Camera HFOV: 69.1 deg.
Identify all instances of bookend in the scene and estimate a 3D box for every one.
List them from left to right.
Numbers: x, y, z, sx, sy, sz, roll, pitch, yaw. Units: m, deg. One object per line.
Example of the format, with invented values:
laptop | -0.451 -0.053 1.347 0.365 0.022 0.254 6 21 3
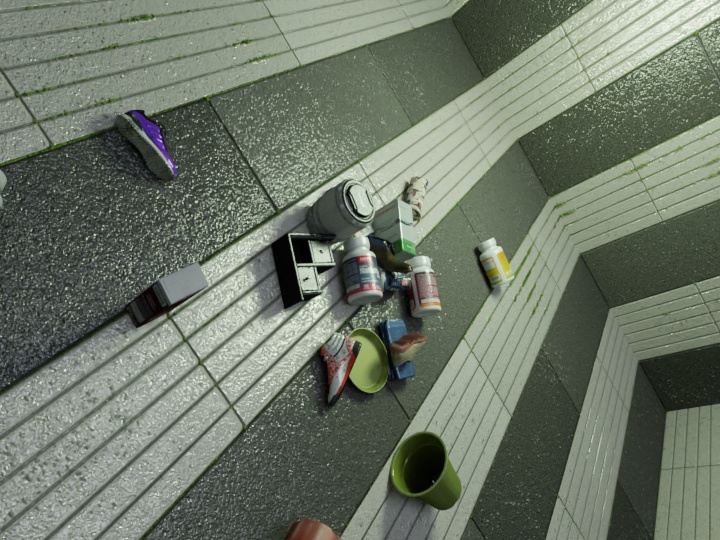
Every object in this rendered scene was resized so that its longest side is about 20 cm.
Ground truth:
bookend | -0.151 -0.001 1.583 0.195 0.091 0.206 -1 73 -46

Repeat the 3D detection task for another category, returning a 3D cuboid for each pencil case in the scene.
pencil case | 0.226 -0.289 2.115 0.088 0.078 0.204 27 52 -15

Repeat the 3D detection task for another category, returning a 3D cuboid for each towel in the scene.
towel | 0.124 0.267 1.772 0.110 0.048 0.206 4 68 -44

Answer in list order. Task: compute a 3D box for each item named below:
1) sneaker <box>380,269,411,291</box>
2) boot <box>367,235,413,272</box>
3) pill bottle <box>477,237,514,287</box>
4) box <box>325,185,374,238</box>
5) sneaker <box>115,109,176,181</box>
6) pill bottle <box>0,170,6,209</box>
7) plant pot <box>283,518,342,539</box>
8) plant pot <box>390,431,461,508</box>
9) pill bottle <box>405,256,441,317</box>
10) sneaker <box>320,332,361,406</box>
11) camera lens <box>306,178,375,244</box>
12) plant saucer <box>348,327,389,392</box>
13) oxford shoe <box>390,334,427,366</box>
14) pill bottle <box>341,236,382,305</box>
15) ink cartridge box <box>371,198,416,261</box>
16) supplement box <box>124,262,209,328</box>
sneaker | 0.125 0.037 1.800 0.199 0.082 0.078 -10 107 -69
boot | 0.092 -0.054 1.764 0.074 0.195 0.100 -12 112 -58
pill bottle | 0.605 -0.038 2.358 0.110 0.110 0.205 -22 87 -48
box | -0.036 -0.206 1.839 0.109 0.034 0.204 -29 93 -48
sneaker | -0.534 -0.337 1.367 0.202 0.069 0.100 53 41 -13
pill bottle | -0.763 -0.110 0.995 0.112 0.112 0.205 28 53 -32
plant pot | -0.134 0.709 1.209 0.202 0.198 0.196 52 35 -13
plant pot | 0.221 0.639 1.616 0.191 0.196 0.203 51 42 -33
pill bottle | 0.226 0.060 1.924 0.112 0.113 0.206 9 66 -42
sneaker | -0.081 0.287 1.548 0.105 0.067 0.206 23 77 7
camera lens | -0.061 -0.186 1.682 0.157 0.198 0.165 21 57 -37
plant saucer | 0.012 0.287 1.661 0.197 0.031 0.206 21 58 -38
oxford shoe | 0.159 0.262 1.741 0.197 0.069 0.077 -12 106 -50
pill bottle | 0.000 0.000 1.718 0.117 0.118 0.206 6 67 -43
ink cartridge box | 0.117 -0.130 1.878 0.082 0.145 0.206 17 60 -40
supplement box | -0.439 0.058 1.181 0.108 0.198 0.062 -32 95 -47
